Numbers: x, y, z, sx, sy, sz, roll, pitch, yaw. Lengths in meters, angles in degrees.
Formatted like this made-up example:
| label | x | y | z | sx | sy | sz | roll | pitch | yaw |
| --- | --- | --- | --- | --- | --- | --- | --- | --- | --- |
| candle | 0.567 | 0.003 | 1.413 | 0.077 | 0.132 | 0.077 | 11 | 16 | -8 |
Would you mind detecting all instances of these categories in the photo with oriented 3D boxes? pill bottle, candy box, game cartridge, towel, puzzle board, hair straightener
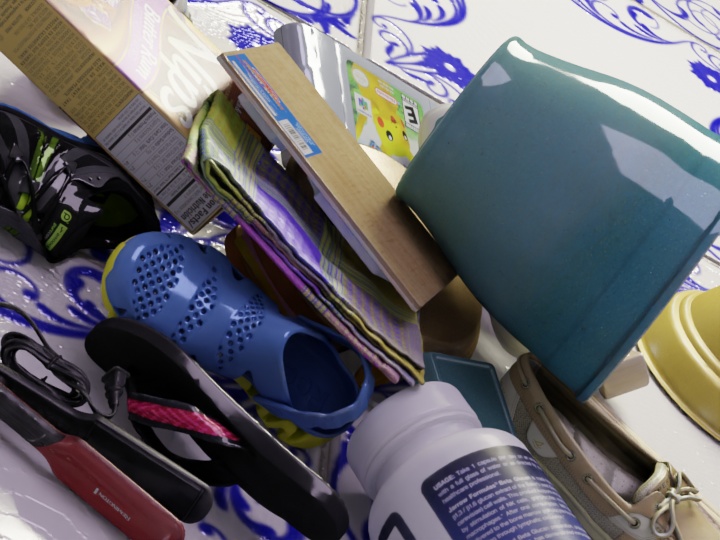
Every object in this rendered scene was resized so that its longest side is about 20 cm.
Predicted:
| label | x | y | z | sx | sy | sz | roll | pitch | yaw |
| --- | --- | --- | --- | --- | --- | --- | --- | --- | --- |
| pill bottle | 0.074 | 0.164 | 1.397 | 0.111 | 0.111 | 0.200 | 6 | 40 | -45 |
| candy box | -0.145 | -0.129 | 1.528 | 0.200 | 0.056 | 0.117 | 45 | 29 | -9 |
| game cartridge | 0.012 | -0.088 | 1.736 | 0.200 | 0.040 | 0.134 | 26 | 50 | -47 |
| towel | -0.031 | -0.020 | 1.452 | 0.200 | 0.023 | 0.144 | 47 | 14 | -13 |
| puzzle board | -0.015 | -0.062 | 1.525 | 0.200 | 0.017 | 0.151 | 51 | 14 | 1 |
| hair straightener | -0.165 | 0.080 | 1.333 | 0.200 | 0.041 | 0.077 | 34 | 40 | 8 |

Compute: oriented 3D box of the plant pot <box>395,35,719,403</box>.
| label | x | y | z | sx | sy | sz | roll | pitch | yaw |
| --- | --- | --- | --- | --- | --- | --- | --- | --- | --- |
| plant pot | 0.133 | -0.048 | 1.564 | 0.188 | 0.200 | 0.200 | 37 | 27 | 3 |

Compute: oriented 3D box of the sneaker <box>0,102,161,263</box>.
| label | x | y | z | sx | sy | sz | roll | pitch | yaw |
| --- | --- | --- | --- | --- | --- | --- | --- | --- | --- |
| sneaker | -0.202 | -0.052 | 1.464 | 0.199 | 0.071 | 0.083 | 13 | 28 | -43 |

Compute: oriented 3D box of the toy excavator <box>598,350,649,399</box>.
| label | x | y | z | sx | sy | sz | roll | pitch | yaw |
| --- | --- | --- | --- | --- | --- | --- | --- | --- | --- |
| toy excavator | 0.152 | -0.023 | 1.775 | 0.200 | 0.100 | 0.195 | -109 | -179 | -63 |

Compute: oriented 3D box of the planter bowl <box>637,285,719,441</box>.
| label | x | y | z | sx | sy | sz | roll | pitch | yaw |
| --- | --- | --- | --- | --- | --- | --- | --- | --- | --- |
| planter bowl | 0.321 | 0.065 | 1.876 | 0.200 | 0.084 | 0.201 | 27 | 28 | -16 |

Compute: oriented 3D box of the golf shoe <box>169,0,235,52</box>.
| label | x | y | z | sx | sy | sz | roll | pitch | yaw |
| --- | --- | --- | --- | --- | --- | --- | --- | --- | --- |
| golf shoe | -0.135 | -0.160 | 1.690 | 0.078 | 0.097 | 0.200 | 44 | 26 | 19 |

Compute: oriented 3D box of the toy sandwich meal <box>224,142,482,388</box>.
| label | x | y | z | sx | sy | sz | roll | pitch | yaw |
| --- | --- | --- | --- | --- | --- | --- | --- | --- | --- |
| toy sandwich meal | 0.000 | 0.000 | 1.606 | 0.205 | 0.070 | 0.205 | 35 | 35 | -29 |

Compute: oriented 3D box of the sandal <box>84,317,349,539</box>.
| label | x | y | z | sx | sy | sz | roll | pitch | yaw |
| --- | --- | --- | --- | --- | --- | --- | --- | --- | --- |
| sandal | -0.092 | 0.096 | 1.362 | 0.200 | 0.075 | 0.045 | 38 | 65 | 21 |

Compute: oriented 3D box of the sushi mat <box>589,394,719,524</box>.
| label | x | y | z | sx | sy | sz | roll | pitch | yaw |
| --- | --- | --- | --- | --- | --- | --- | --- | --- | --- |
| sushi mat | 0.196 | 0.145 | 1.680 | 0.200 | 0.012 | 0.096 | 43 | 27 | 14 |

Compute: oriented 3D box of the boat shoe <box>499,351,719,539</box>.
| label | x | y | z | sx | sy | sz | roll | pitch | yaw |
| --- | --- | --- | --- | --- | --- | --- | --- | --- | --- |
| boat shoe | 0.173 | 0.136 | 1.599 | 0.201 | 0.063 | 0.073 | 40 | 39 | 10 |

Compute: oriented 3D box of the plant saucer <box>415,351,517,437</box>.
| label | x | y | z | sx | sy | sz | roll | pitch | yaw |
| --- | --- | --- | --- | --- | --- | --- | --- | --- | --- |
| plant saucer | 0.084 | 0.138 | 1.507 | 0.070 | 0.019 | 0.200 | 13 | 47 | -38 |

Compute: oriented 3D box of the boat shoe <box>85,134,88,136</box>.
| label | x | y | z | sx | sy | sz | roll | pitch | yaw |
| --- | --- | --- | --- | --- | --- | --- | --- | --- | --- |
| boat shoe | -0.110 | -0.082 | 1.642 | 0.200 | 0.072 | 0.076 | -23 | 77 | -54 |

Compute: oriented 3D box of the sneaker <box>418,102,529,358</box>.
| label | x | y | z | sx | sy | sz | roll | pitch | yaw |
| --- | --- | --- | --- | --- | --- | --- | --- | --- | --- |
| sneaker | 0.099 | -0.040 | 1.693 | 0.085 | 0.073 | 0.200 | 89 | -22 | -74 |

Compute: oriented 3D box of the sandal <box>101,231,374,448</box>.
| label | x | y | z | sx | sy | sz | roll | pitch | yaw |
| --- | --- | --- | --- | --- | --- | --- | --- | --- | --- |
| sandal | -0.064 | 0.039 | 1.416 | 0.200 | 0.080 | 0.087 | 32 | -17 | -27 |
